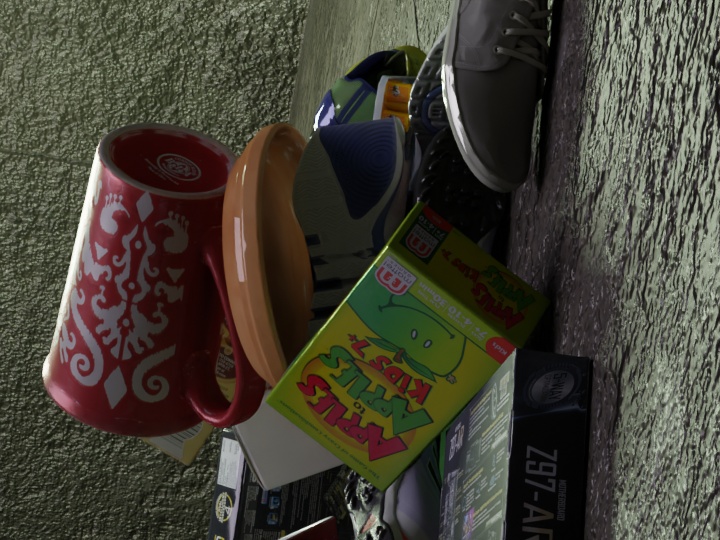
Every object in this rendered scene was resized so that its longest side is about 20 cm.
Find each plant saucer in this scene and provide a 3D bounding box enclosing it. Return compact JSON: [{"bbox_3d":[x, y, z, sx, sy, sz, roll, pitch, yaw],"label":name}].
[{"bbox_3d":[-0.056,-0.003,1.426,0.200,0.037,0.202,-7,-90,-75],"label":"plant saucer"}]

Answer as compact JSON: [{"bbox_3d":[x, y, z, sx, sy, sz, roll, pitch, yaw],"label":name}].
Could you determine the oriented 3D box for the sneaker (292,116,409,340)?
[{"bbox_3d":[0.000,0.001,1.438,0.115,0.080,0.201,67,-159,-67],"label":"sneaker"}]

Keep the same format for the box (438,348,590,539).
[{"bbox_3d":[0.082,0.149,1.156,0.200,0.043,0.162,116,161,-70],"label":"box"}]

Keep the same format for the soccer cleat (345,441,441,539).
[{"bbox_3d":[0.033,0.176,1.375,0.068,0.073,0.201,-38,26,30],"label":"soccer cleat"}]

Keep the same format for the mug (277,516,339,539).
[{"bbox_3d":[-0.023,0.283,1.404,0.133,0.177,0.201,-31,82,47],"label":"mug"}]

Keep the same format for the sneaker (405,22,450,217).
[{"bbox_3d":[0.067,-0.111,1.472,0.087,0.074,0.201,-83,5,-52],"label":"sneaker"}]

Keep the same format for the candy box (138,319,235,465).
[{"bbox_3d":[-0.115,0.049,1.660,0.201,0.055,0.115,-56,18,7],"label":"candy box"}]

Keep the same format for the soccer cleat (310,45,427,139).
[{"bbox_3d":[0.026,-0.145,1.594,0.084,0.065,0.200,-53,-5,30],"label":"soccer cleat"}]

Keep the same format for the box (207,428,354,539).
[{"bbox_3d":[-0.060,0.246,1.783,0.049,0.160,0.202,7,90,54],"label":"box"}]

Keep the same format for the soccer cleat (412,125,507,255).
[{"bbox_3d":[0.060,-0.005,1.394,0.073,0.068,0.202,127,149,-61],"label":"soccer cleat"}]

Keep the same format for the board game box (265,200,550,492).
[{"bbox_3d":[0.026,0.053,1.270,0.048,0.101,0.200,-54,2,-40],"label":"board game box"}]

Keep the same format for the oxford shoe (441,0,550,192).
[{"bbox_3d":[0.096,-0.150,1.311,0.058,0.075,0.202,-15,63,43],"label":"oxford shoe"}]

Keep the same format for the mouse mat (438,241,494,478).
[{"bbox_3d":[0.074,0.092,1.444,0.161,0.007,0.201,111,166,-64],"label":"mouse mat"}]

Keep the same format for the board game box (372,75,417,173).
[{"bbox_3d":[0.036,-0.049,1.567,0.200,0.026,0.202,-17,-64,-74],"label":"board game box"}]

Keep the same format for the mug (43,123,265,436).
[{"bbox_3d":[-0.136,0.010,1.497,0.134,0.176,0.201,-63,-12,-60],"label":"mug"}]

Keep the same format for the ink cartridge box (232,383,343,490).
[{"bbox_3d":[-0.034,0.084,1.711,0.200,0.145,0.083,-96,-15,-64],"label":"ink cartridge box"}]
